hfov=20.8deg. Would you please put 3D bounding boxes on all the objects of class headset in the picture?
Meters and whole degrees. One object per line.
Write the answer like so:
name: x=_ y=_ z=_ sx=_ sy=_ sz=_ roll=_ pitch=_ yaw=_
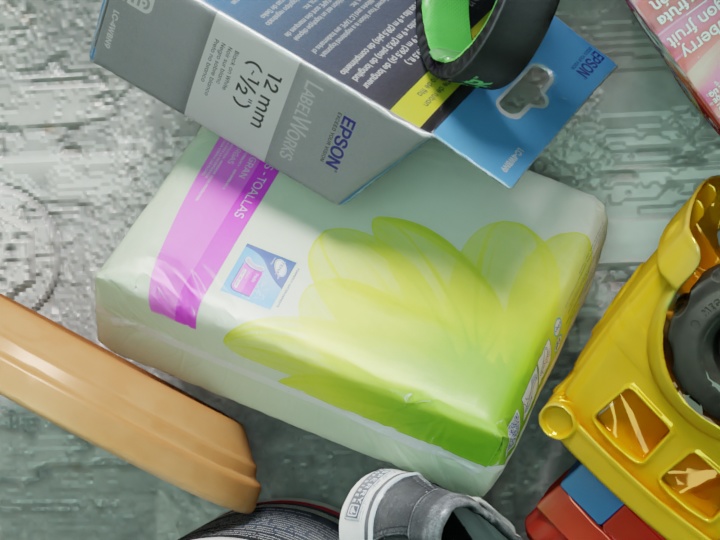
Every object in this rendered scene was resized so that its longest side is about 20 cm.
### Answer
headset: x=0.054 y=-0.177 z=0.807 sx=0.094 sy=0.124 sz=0.200 roll=12 pitch=104 yaw=-18

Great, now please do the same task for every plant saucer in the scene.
plant saucer: x=-0.130 y=0.050 z=0.905 sx=0.200 sy=0.200 sz=0.037 roll=28 pitch=86 yaw=9

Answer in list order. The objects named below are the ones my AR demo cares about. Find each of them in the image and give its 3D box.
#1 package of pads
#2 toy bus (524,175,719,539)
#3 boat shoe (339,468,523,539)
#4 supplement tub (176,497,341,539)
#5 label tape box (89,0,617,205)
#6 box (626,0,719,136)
package of pads: x=0.000 y=0.000 z=0.907 sx=0.200 sy=0.068 sz=0.155 roll=22 pitch=53 yaw=10
toy bus: x=0.176 y=0.087 z=0.885 sx=0.200 sy=0.136 sz=0.192 roll=42 pitch=112 yaw=5
boat shoe: x=0.068 y=0.162 z=0.882 sx=0.068 sy=0.200 sz=0.072 roll=4 pitch=49 yaw=45
supplement tub: x=-0.052 y=0.184 z=0.889 sx=0.140 sy=0.200 sz=0.141 roll=0 pitch=91 yaw=12
label tape box: x=0.000 y=-0.098 z=0.897 sx=0.200 sy=0.143 sz=0.066 roll=32 pitch=129 yaw=8
box: x=0.223 y=-0.146 z=0.877 sx=0.200 sy=0.100 sz=0.096 roll=-36 pitch=84 yaw=9
